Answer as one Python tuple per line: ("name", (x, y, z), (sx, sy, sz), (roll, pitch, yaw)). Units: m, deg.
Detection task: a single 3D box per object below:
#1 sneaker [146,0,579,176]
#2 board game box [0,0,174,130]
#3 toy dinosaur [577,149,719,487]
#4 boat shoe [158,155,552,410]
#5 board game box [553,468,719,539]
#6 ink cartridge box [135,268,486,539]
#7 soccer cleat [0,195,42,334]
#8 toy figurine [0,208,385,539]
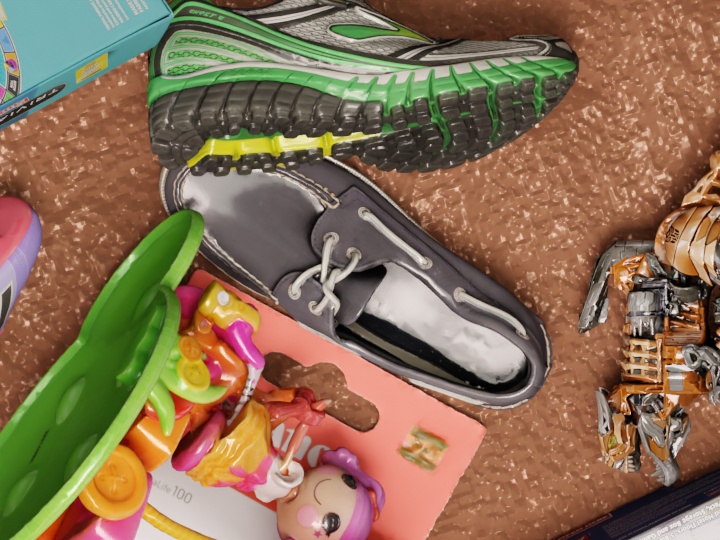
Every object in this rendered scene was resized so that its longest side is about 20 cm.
("sneaker", (0.003, -0.095, 1.248), (0.200, 0.078, 0.085), (-1, 66, -16))
("board game box", (-0.204, -0.118, 1.177), (0.200, 0.047, 0.151), (-30, 85, -18))
("toy dinosaur", (0.175, 0.005, 1.268), (0.136, 0.102, 0.200), (22, 116, 10))
("boat shoe", (0.000, 0.000, 1.262), (0.200, 0.063, 0.073), (31, 95, -6))
("board game box", (0.187, 0.193, 1.299), (0.200, 0.062, 0.200), (-25, 98, -2))
("ink cartridge box", (-0.057, 0.126, 1.280), (0.162, 0.057, 0.200), (29, 97, -7))
("soccer cleat", (-0.204, 0.055, 1.260), (0.200, 0.067, 0.076), (-52, 128, -4))
("toy figurine", (-0.053, 0.101, 1.226), (0.184, 0.150, 0.200), (39, 50, -18))
